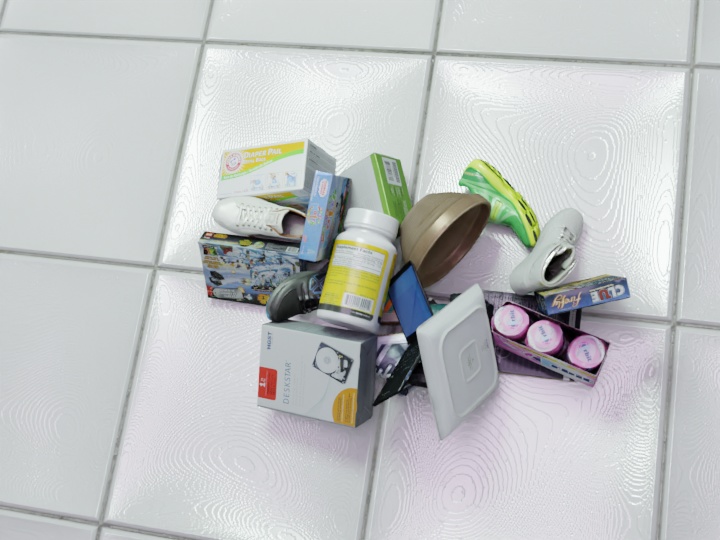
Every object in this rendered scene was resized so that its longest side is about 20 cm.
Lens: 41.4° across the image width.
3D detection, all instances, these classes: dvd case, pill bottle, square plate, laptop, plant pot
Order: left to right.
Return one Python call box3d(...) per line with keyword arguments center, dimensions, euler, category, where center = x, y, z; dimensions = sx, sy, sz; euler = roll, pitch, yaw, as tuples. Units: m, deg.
box3d(center=(0.000, 0.000, 1.668), dimensions=(0.114, 0.114, 0.201), euler=(12, 81, 14), category="pill bottle")
box3d(center=(0.054, 0.110, 1.609), dimensions=(0.103, 0.177, 0.200), euler=(34, 71, -2), category="laptop")
box3d(center=(0.136, -0.072, 1.709), dimensions=(0.093, 0.201, 0.201), euler=(42, 85, 21), category="plant pot")
box3d(center=(0.172, 0.148, 1.575), dimensions=(0.028, 0.198, 0.201), euler=(2, 113, 38), category="square plate")
box3d(center=(0.294, 0.116, 1.720), dimensions=(0.199, 0.016, 0.149), euler=(6, 75, 13), category="dvd case")

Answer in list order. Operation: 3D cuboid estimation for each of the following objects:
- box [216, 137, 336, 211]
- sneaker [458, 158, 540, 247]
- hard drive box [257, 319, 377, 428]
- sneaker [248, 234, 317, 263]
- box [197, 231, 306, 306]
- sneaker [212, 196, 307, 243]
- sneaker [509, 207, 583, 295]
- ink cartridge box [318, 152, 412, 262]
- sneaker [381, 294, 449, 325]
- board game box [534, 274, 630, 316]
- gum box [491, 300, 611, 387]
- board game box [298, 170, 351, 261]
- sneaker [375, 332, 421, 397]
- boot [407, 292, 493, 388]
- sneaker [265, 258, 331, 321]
box3d(center=(-0.161, -0.175, 1.818), dimensions=(0.199, 0.112, 0.102), euler=(-4, 73, 29), category="box")
box3d(center=(0.260, -0.117, 1.775), dimensions=(0.084, 0.074, 0.200), euler=(-45, 73, 24), category="sneaker")
box3d(center=(-0.077, 0.180, 1.700), dimensions=(0.199, 0.077, 0.157), euler=(8, 100, 24), category="hard drive box")
box3d(center=(-0.161, -0.085, 1.822), dimensions=(0.199, 0.078, 0.082), euler=(23, 90, -4), category="sneaker")
box3d(center=(-0.199, 0.002, 1.791), dimensions=(0.199, 0.137, 0.040), euler=(8, 38, 13), category="box")
box3d(center=(-0.174, -0.100, 1.741), dimensions=(0.199, 0.085, 0.073), euler=(10, 81, -3), category="sneaker")
box3d(center=(0.358, -0.038, 1.680), dimensions=(0.074, 0.115, 0.200), euler=(44, 69, -13), category="sneaker")
box3d(center=(-0.004, -0.114, 1.822), dimensions=(0.200, 0.076, 0.148), euler=(-27, 67, 38), category="ink cartridge box")
box3d(center=(0.078, 0.059, 1.750), dimensions=(0.199, 0.071, 0.080), euler=(0, 79, 13), category="sneaker")
box3d(center=(0.371, 0.040, 1.613), dimensions=(0.135, 0.200, 0.035), euler=(-14, 90, 6), category="board game box")
box3d(center=(0.323, 0.124, 1.643), dimensions=(0.199, 0.114, 0.066), euler=(23, 80, 17), category="gum box")
box3d(center=(-0.061, -0.097, 1.697), dimensions=(0.036, 0.200, 0.152), euler=(12, 96, 9), category="board game box")
box3d(center=(0.029, 0.176, 1.727), dimensions=(0.199, 0.070, 0.109), euler=(-7, 72, 7), category="sneaker")
box3d(center=(0.157, 0.121, 1.643), dimensions=(0.076, 0.200, 0.169), euler=(-6, 79, 44), category="boot")
box3d(center=(-0.079, 0.040, 1.729), dimensions=(0.200, 0.073, 0.082), euler=(-30, 49, -21), category="sneaker")
